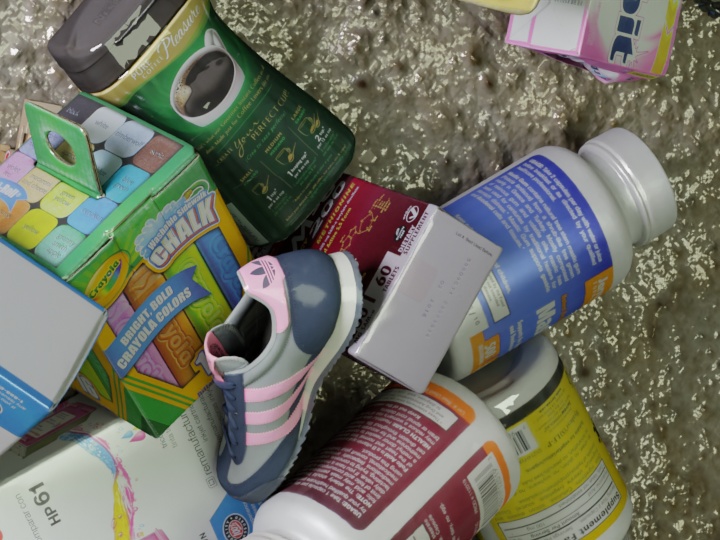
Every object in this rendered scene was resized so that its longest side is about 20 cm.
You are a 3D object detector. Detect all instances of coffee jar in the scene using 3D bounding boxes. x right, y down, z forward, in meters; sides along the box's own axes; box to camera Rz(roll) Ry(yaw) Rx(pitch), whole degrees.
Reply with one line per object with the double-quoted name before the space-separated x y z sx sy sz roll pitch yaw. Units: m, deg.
"coffee jar" -0.104 -0.114 1.565 0.200 0.085 0.104 44 79 -25

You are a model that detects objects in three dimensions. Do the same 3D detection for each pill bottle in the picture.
"pill bottle" 0.125 0.151 1.703 0.111 0.111 0.200 -34 112 -15
"pill bottle" 0.117 -0.017 1.667 0.200 0.112 0.112 -30 110 -16
"pill bottle" 0.003 0.166 1.571 0.200 0.114 0.114 -41 114 -32

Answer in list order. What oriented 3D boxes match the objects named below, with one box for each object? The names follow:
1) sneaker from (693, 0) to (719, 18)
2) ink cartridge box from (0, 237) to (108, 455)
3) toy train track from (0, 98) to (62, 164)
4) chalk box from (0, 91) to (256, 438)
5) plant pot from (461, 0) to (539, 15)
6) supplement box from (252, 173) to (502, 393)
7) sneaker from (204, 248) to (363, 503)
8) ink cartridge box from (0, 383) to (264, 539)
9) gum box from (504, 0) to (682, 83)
"sneaker" 0.244 -0.261 1.630 0.085 0.077 0.200 -62 147 -29
"ink cartridge box" -0.264 0.050 1.441 0.146 0.200 0.086 35 51 -13
"toy train track" -0.221 -0.010 1.561 0.115 0.033 0.200 8 97 -25
"chalk box" -0.159 -0.018 1.496 0.124 0.125 0.200 -45 135 -19
"plant pot" 0.047 -0.270 1.529 0.195 0.200 0.194 15 94 6
"supplement box" 0.000 0.000 1.568 0.061 0.200 0.109 31 86 -28
"sneaker" -0.069 0.065 1.499 0.082 0.070 0.200 2 128 -29
"ink cartridge box" -0.169 0.162 1.587 0.200 0.085 0.145 -28 111 -16
"gum box" 0.174 -0.231 1.655 0.113 0.066 0.200 6 97 -51
